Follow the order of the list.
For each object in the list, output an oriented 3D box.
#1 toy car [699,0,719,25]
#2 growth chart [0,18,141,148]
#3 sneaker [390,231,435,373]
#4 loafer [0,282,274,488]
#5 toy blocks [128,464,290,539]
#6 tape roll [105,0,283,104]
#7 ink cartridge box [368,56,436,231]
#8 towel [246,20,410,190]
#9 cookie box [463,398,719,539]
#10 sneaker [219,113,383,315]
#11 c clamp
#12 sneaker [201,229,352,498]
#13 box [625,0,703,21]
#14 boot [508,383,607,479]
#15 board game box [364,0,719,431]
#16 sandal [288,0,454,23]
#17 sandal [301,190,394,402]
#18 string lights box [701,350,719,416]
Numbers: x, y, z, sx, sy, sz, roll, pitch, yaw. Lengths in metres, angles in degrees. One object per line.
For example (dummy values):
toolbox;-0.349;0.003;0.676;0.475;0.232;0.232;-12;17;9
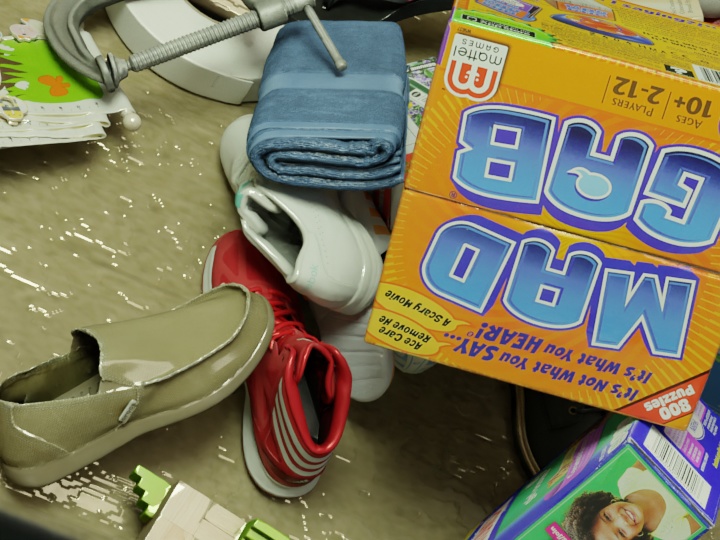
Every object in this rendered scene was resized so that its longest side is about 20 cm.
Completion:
toy car;0.324;-0.220;1.258;0.199;0.175;0.151;29;89;-10
growth chart;-0.254;-0.132;0.954;0.199;0.018;0.145;-15;56;-43
sneaker;0.055;-0.017;1.046;0.071;0.073;0.201;16;55;-16
loafer;-0.145;0.063;0.860;0.199;0.068;0.076;-33;38;-15
toy blocks;-0.088;0.231;0.838;0.199;0.100;0.137;33;66;-7
tape roll;-0.111;-0.230;1.101;0.202;0.037;0.204;12;60;-21
ink cartridge box;0.055;-0.082;1.035;0.108;0.051;0.200;-17;45;-19
towel;-0.020;-0.121;0.985;0.111;0.049;0.200;3;35;2
cookie box;0.138;0.167;0.874;0.075;0.200;0.171;46;22;5
sneaker;-0.062;-0.053;0.965;0.088;0.075;0.200;12;31;-44
c clamp;-0.130;-0.184;0.990;0.199;0.027;0.171;-18;55;-7
sneaker;-0.048;0.044;0.933;0.078;0.116;0.201;-8;68;-29
box;0.179;-0.191;1.133;0.199;0.078;0.095;-5;39;5
boot;0.171;0.085;1.007;0.077;0.138;0.201;-11;70;-30
board game box;0.130;-0.056;0.843;0.199;0.201;0.200;15;23;1
sandal;0.031;-0.238;1.099;0.199;0.045;0.075;-13;60;-12
sandal;-0.005;0.005;1.004;0.059;0.079;0.208;9;55;-41
string lights box;0.269;0.073;1.025;0.102;0.200;0.059;27;55;-12
